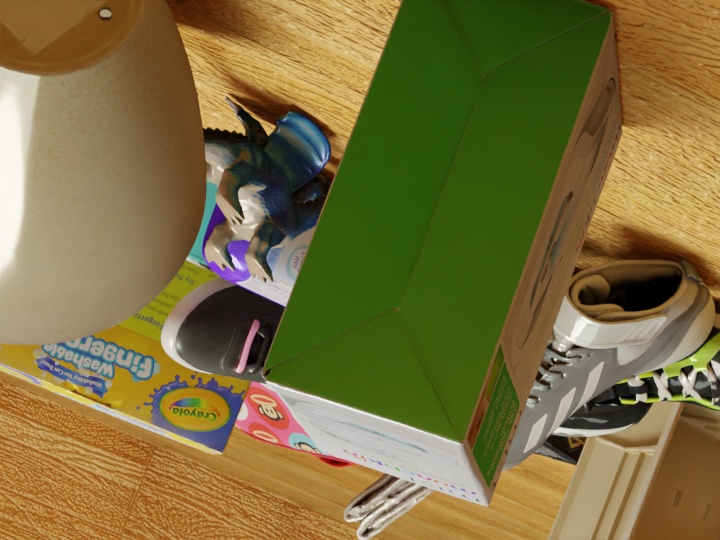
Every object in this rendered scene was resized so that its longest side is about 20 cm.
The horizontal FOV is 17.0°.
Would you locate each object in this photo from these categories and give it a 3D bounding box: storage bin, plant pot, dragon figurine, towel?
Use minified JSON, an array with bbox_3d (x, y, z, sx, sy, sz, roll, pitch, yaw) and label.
[{"bbox_3d":[0.248,0.207,1.782,0.200,0.199,0.094,27,171,-31],"label":"storage bin"},{"bbox_3d":[-0.157,-0.088,1.171,0.187,0.188,0.200,21,155,-1],"label":"plant pot"},{"bbox_3d":[-0.058,-0.063,1.394,0.059,0.100,0.200,14,148,36],"label":"dragon figurine"},{"bbox_3d":[0.067,0.127,1.746,0.035,0.132,0.200,53,-160,4],"label":"towel"}]

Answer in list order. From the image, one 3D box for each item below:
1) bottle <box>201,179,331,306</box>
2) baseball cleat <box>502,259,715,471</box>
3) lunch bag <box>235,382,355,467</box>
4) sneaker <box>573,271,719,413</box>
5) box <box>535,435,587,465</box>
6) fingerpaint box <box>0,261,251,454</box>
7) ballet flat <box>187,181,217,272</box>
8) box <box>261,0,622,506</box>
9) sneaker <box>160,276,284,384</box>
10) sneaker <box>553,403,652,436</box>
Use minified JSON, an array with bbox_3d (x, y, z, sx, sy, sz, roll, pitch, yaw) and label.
[{"bbox_3d":[0.000,0.000,1.528,0.199,0.084,0.065,26,167,-22],"label":"bottle"},{"bbox_3d":[0.108,0.049,1.401,0.070,0.200,0.106,60,-174,31],"label":"baseball cleat"},{"bbox_3d":[-0.040,0.081,1.838,0.199,0.082,0.177,10,137,43],"label":"lunch bag"},{"bbox_3d":[0.168,0.064,1.473,0.199,0.083,0.072,14,141,34],"label":"sneaker"},{"bbox_3d":[0.062,0.088,1.935,0.198,0.050,0.200,12,165,45],"label":"box"},{"bbox_3d":[-0.162,0.015,1.675,0.199,0.168,0.073,22,172,-11],"label":"fingerpaint box"},{"bbox_3d":[-0.075,-0.029,1.592,0.199,0.072,0.072,28,167,-25],"label":"ballet flat"},{"bbox_3d":[0.041,-0.012,1.087,0.096,0.201,0.177,18,168,12],"label":"box"},{"bbox_3d":[-0.038,0.056,1.610,0.200,0.071,0.099,10,-163,-48],"label":"sneaker"},{"bbox_3d":[0.105,0.053,1.633,0.199,0.076,0.088,19,164,8],"label":"sneaker"}]
